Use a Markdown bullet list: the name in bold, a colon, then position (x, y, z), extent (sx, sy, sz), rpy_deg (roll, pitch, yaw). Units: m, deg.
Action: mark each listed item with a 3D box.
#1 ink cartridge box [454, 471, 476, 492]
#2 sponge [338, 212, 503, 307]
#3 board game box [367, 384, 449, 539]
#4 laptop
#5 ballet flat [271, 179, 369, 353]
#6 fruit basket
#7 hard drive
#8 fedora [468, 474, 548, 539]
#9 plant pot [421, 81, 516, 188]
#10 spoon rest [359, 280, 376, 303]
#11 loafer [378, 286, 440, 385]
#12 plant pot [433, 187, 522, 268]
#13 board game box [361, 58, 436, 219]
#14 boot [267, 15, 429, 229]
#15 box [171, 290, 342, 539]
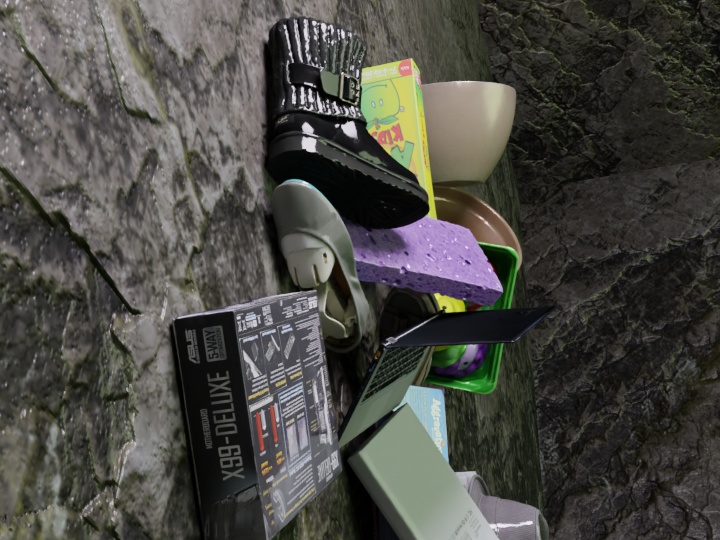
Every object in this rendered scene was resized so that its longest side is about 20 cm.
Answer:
- **ink cartridge box**: position (0.102, 0.334, 1.237), extent (0.200, 0.084, 0.150), rpy_deg (38, 47, -73)
- **sponge**: position (0.055, -0.022, 1.051), extent (0.197, 0.030, 0.112), rpy_deg (13, 35, -32)
- **board game box**: position (0.057, 0.230, 1.122), extent (0.101, 0.019, 0.203), rpy_deg (11, 64, -27)
- **laptop**: position (0.089, 0.108, 1.006), extent (0.202, 0.115, 0.187), rpy_deg (-64, 162, 18)
- **ballet flat**: position (-0.036, 0.004, 0.920), extent (0.201, 0.066, 0.064), rpy_deg (67, 27, -45)
- **fruit basket**: position (0.122, 0.058, 1.313), extent (0.216, 0.153, 0.220), rpy_deg (10, 90, -81)
- **hard drive**: position (0.075, 0.258, 1.068), extent (0.201, 0.027, 0.132), rpy_deg (56, 31, 1)
- **fedora**: position (0.193, 0.360, 1.234), extent (0.177, 0.089, 0.203), rpy_deg (-59, 142, -66)
- **plant pot**: position (0.140, -0.199, 1.490), extent (0.200, 0.197, 0.137), rpy_deg (3, 85, -76)
- **spoon rest**: position (0.000, 0.000, 1.108), extent (0.200, 0.060, 0.101), rpy_deg (-29, 113, -61)
- **loafer**: position (0.052, 0.090, 1.148), extent (0.063, 0.071, 0.202), rpy_deg (-54, 158, -34)
- **plant pot**: position (0.144, -0.032, 1.513), extent (0.093, 0.198, 0.202), rpy_deg (-58, -167, 36)
- **board game box**: position (0.031, -0.146, 1.193), extent (0.048, 0.100, 0.204), rpy_deg (31, 52, -72)
- **boot**: position (-0.008, -0.146, 0.973), extent (0.210, 0.079, 0.160), rpy_deg (28, 52, -43)
- **box**: position (-0.071, 0.102, 0.750), extent (0.200, 0.049, 0.161), rpy_deg (-14, 96, -76)
